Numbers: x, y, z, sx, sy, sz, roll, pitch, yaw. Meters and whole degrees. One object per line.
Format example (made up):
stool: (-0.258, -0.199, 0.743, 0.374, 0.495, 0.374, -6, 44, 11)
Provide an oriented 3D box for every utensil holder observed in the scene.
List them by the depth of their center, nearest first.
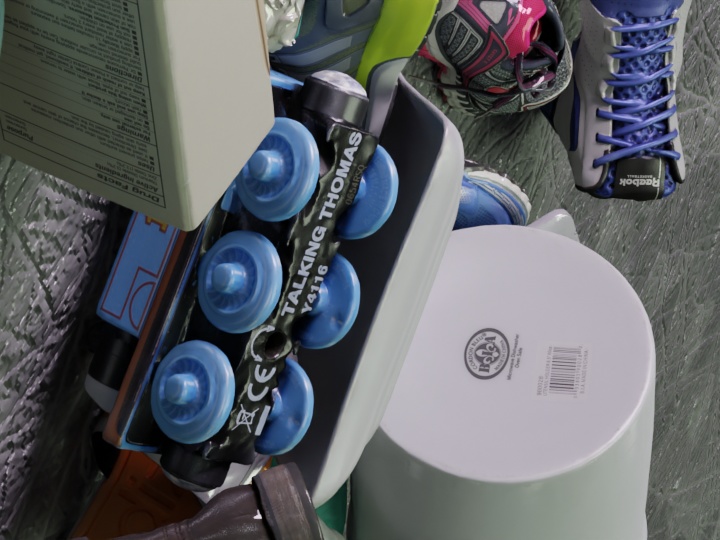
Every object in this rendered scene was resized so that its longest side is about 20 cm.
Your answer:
utensil holder: (0.072, 0.095, 1.546, 0.170, 0.170, 0.200, -56, 160, -28)

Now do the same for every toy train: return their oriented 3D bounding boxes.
toy train: (-0.061, -0.003, 1.317, 0.087, 0.114, 0.201, 13, 100, -51)

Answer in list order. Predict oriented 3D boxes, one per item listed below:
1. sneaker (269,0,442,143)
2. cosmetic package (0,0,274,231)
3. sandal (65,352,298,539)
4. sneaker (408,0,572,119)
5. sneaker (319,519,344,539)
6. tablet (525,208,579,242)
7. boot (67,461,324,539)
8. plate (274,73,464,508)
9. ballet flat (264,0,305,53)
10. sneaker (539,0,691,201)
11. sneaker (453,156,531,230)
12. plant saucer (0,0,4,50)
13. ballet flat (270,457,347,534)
sneaker: (-0.019, -0.111, 1.385, 0.200, 0.081, 0.074, 115, -16, -51)
cosmetic package: (-0.098, -0.119, 1.127, 0.073, 0.103, 0.200, -54, 157, -32)
sandal: (-0.098, 0.102, 1.388, 0.207, 0.079, 0.059, -62, 161, -7)
sneaker: (0.082, -0.121, 1.608, 0.081, 0.074, 0.200, -68, 160, 1)
sneaker: (-0.100, 0.181, 1.477, 0.200, 0.070, 0.080, -45, 112, -18)
tablet: (0.040, 0.045, 1.621, 0.200, 0.014, 0.130, -32, 152, -5)
boot: (-0.104, 0.158, 1.333, 0.174, 0.069, 0.200, -17, 149, -10)
plate: (0.000, 0.000, 1.428, 0.200, 0.032, 0.200, -123, -129, -70)
ballet flat: (-0.042, -0.189, 1.249, 0.072, 0.072, 0.201, -19, 122, -63)
sneaker: (0.163, -0.107, 1.704, 0.200, 0.080, 0.115, 105, -24, -54)
sneaker: (0.048, -0.002, 1.643, 0.089, 0.078, 0.200, -61, 159, -22)
plant saucer: (-0.199, -0.057, 1.036, 0.200, 0.036, 0.200, -50, 153, -38)
ballet flat: (-0.049, 0.157, 1.577, 0.070, 0.067, 0.201, -51, 155, -47)
